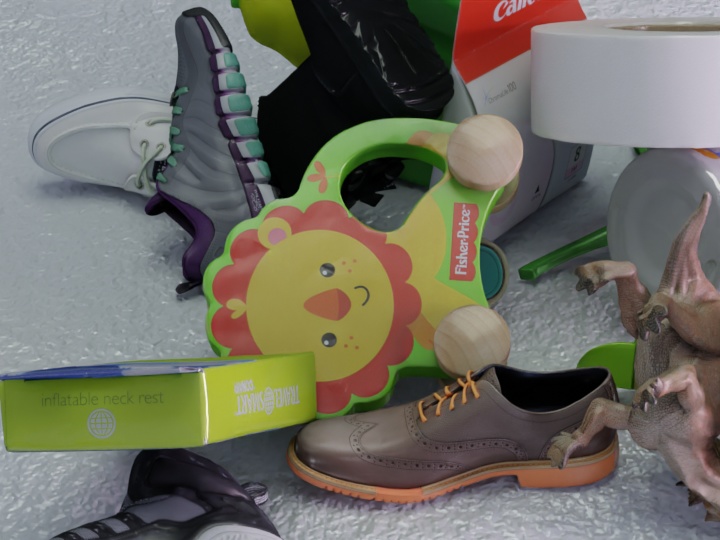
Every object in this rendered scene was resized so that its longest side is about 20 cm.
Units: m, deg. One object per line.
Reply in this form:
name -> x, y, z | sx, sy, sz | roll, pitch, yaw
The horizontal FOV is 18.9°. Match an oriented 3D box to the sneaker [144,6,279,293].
sneaker -> -0.113, -0.084, 1.461 | 0.087, 0.074, 0.200 | -15, 71, -9

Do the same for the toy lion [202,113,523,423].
toy lion -> 0.000, 0.000, 1.343 | 0.192, 0.069, 0.200 | 5, 73, 2

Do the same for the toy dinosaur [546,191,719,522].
toy dinosaur -> 0.191, 0.059, 1.242 | 0.135, 0.200, 0.086 | 9, -5, -36

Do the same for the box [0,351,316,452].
box -> -0.113, 0.073, 1.215 | 0.122, 0.048, 0.200 | -4, -1, 19

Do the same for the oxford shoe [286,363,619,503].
oxford shoe -> 0.055, 0.087, 1.277 | 0.200, 0.073, 0.071 | -5, 35, -8

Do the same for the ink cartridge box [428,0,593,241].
ink cartridge box -> 0.115, -0.128, 1.461 | 0.057, 0.200, 0.163 | 30, 38, 23

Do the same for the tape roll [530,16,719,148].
tape roll -> 0.210, -0.124, 1.395 | 0.202, 0.071, 0.202 | 0, 9, 0

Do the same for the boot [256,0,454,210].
boot -> -0.025, -0.140, 1.457 | 0.073, 0.162, 0.198 | -21, 75, -35

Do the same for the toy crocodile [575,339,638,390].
toy crocodile -> 0.230, 0.064, 1.325 | 0.200, 0.062, 0.068 | 4, -1, -4

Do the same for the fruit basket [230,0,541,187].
fruit basket -> 0.020, -0.178, 1.545 | 0.216, 0.216, 0.155 | 24, 41, 30

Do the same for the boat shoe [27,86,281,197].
boat shoe -> -0.135, -0.086, 1.524 | 0.200, 0.074, 0.067 | -3, 35, -5

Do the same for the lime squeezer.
lime squeezer -> 0.186, -0.043, 1.509 | 0.071, 0.038, 0.200 | -15, 22, 39

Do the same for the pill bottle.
pill bottle -> 0.266, -0.034, 1.404 | 0.200, 0.112, 0.112 | -8, 32, -38

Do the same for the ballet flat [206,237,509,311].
ballet flat -> -0.003, 0.010, 1.408 | 0.200, 0.069, 0.069 | -4, 35, -9

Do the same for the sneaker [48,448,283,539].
sneaker -> -0.138, 0.156, 1.185 | 0.200, 0.076, 0.114 | -5, 30, -9
